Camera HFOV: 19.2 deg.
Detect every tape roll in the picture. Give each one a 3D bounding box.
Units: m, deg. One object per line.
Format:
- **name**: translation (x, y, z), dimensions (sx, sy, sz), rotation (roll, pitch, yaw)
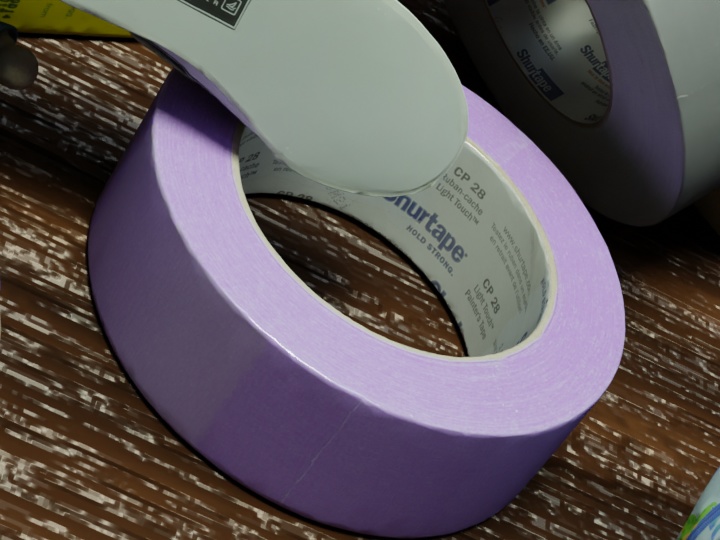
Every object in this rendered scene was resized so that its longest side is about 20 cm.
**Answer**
- **tape roll**: translation (0.000, 0.000, 0.804), dimensions (0.199, 0.066, 0.201), rotation (21, 41, -19)
- **tape roll**: translation (0.101, -0.122, 0.895), dimensions (0.066, 0.201, 0.201), rotation (-30, 67, -15)

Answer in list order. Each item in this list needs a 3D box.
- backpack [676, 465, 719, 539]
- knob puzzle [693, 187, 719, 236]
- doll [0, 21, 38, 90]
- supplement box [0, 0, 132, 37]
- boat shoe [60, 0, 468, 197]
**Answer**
- **backpack**: translation (0.208, 0.127, 0.771), dimensions (0.199, 0.164, 0.154), rotation (-14, 50, -37)
- **knob puzzle**: translation (0.142, -0.124, 0.943), dimensions (0.030, 0.220, 0.220), rotation (-29, 67, -15)
- **doll**: translation (-0.178, -0.056, 0.738), dimensions (0.135, 0.049, 0.201), rotation (-3, 49, -17)
- **supplement box**: translation (-0.086, -0.171, 0.880), dimensions (0.199, 0.109, 0.110), rotation (-1, 51, -38)
- **boat shoe**: translation (-0.046, -0.098, 0.759), dimensions (0.199, 0.071, 0.064), rotation (33, 12, -24)
